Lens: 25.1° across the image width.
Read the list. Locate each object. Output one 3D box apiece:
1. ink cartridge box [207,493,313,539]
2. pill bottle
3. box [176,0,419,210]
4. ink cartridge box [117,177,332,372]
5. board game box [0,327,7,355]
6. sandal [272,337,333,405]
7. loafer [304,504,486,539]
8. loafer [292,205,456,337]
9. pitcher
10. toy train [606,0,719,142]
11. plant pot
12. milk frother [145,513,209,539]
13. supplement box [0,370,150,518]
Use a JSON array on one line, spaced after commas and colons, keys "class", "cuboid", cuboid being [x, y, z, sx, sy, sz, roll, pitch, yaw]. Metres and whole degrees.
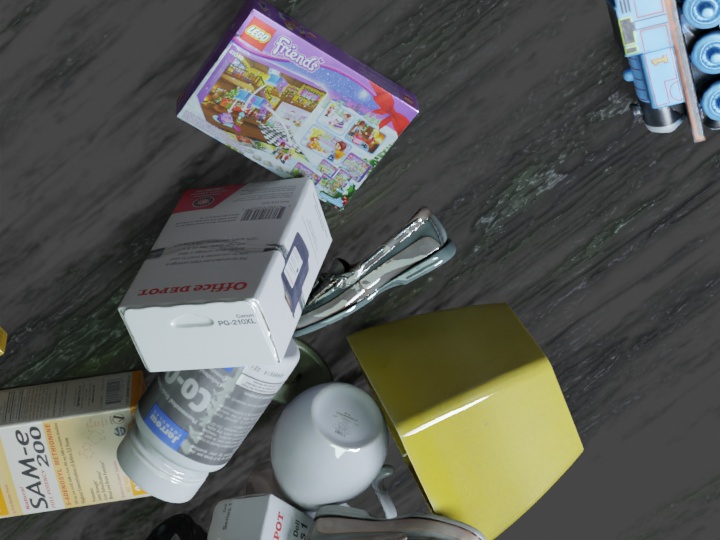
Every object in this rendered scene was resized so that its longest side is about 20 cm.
[{"class": "ink cartridge box", "cuboid": [-0.077, 0.348, 1.760, 0.084, 0.146, 0.200, -14, 143, 38]}, {"class": "pill bottle", "cuboid": [-0.161, 0.134, 1.667, 0.114, 0.114, 0.200, 28, 107, -22]}, {"class": "box", "cuboid": [-0.061, -0.162, 1.594, 0.200, 0.039, 0.137, 30, 115, -22]}, {"class": "ink cartridge box", "cuboid": [-0.127, 0.003, 1.575, 0.144, 0.200, 0.085, -5, 125, 20]}, {"class": "board game box", "cuboid": [-0.496, 0.075, 1.693, 0.200, 0.040, 0.153, -31, 120, 13]}, {"class": "sandal", "cuboid": [-0.114, 0.092, 1.737, 0.201, 0.057, 0.080, 37, 112, -27]}, {"class": "loafer", "cuboid": [0.033, 0.290, 1.670, 0.199, 0.063, 0.072, 3, 132, 29]}, {"class": "loafer", "cuboid": [0.000, 0.000, 1.697, 0.200, 0.072, 0.063, -28, 102, 3]}, {"class": "pitcher", "cuboid": [-0.021, 0.214, 1.758, 0.171, 0.121, 0.200, 21, 141, -6]}, {"class": "toy train", "cuboid": [0.308, -0.218, 1.580, 0.114, 0.087, 0.200, -12, 125, 12]}, {"class": "plant pot", "cuboid": [0.121, 0.152, 1.733, 0.176, 0.200, 0.200, -26, 122, -3]}, {"class": "milk frother", "cuboid": [-0.190, 0.421, 1.861, 0.200, 0.181, 0.188, -44, 116, 14]}, {"class": "supplement box", "cuboid": [-0.325, 0.191, 1.767, 0.199, 0.074, 0.126, -9, 122, -1]}]
